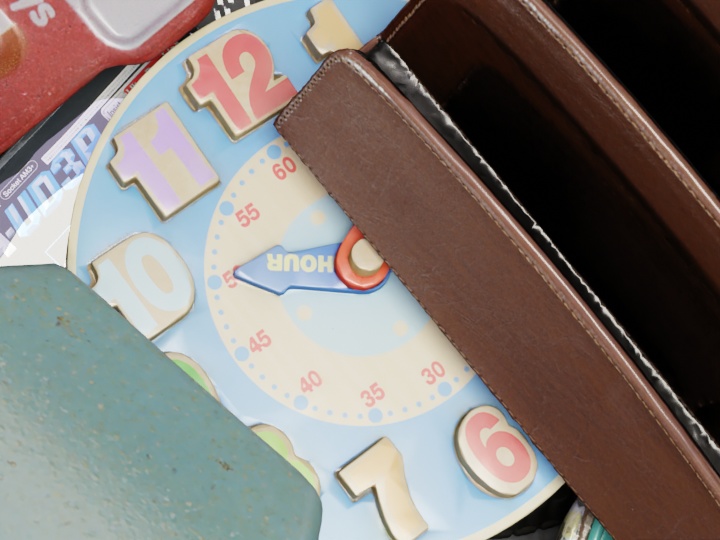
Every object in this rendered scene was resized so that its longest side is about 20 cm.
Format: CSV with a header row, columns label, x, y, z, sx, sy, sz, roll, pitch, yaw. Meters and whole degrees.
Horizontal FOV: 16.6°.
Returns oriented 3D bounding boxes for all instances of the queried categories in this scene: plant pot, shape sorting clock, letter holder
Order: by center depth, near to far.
label,x,y,z,sx,sy,sz,roll,pitch,yaw
plant pot,-0.124,0.115,0.741,0.196,0.197,0.200,40,58,8
letter holder,0.088,-0.018,0.772,0.100,0.142,0.200,-39,90,-22
shape sorting clock,0.000,0.000,0.839,0.199,0.039,0.201,1,76,-6

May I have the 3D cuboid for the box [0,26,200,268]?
label,x,y,z,sx,sy,sz,roll,pitch,yaw
box,-0.082,0.028,0.878,0.159,0.046,0.200,43,82,-3

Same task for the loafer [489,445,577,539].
label,x,y,z,sx,sy,sz,roll,pitch,yaw
loafer,0.091,0.040,0.896,0.199,0.073,0.072,-18,67,-4

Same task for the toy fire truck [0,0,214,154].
label,x,y,z,sx,sy,sz,roll,pitch,yaw
toy fire truck,-0.165,-0.123,0.821,0.168,0.112,0.200,-37,103,12

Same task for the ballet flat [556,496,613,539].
label,x,y,z,sx,sy,sz,roll,pitch,yaw
ballet flat,0.084,0.168,0.889,0.072,0.072,0.201,-10,100,-3
